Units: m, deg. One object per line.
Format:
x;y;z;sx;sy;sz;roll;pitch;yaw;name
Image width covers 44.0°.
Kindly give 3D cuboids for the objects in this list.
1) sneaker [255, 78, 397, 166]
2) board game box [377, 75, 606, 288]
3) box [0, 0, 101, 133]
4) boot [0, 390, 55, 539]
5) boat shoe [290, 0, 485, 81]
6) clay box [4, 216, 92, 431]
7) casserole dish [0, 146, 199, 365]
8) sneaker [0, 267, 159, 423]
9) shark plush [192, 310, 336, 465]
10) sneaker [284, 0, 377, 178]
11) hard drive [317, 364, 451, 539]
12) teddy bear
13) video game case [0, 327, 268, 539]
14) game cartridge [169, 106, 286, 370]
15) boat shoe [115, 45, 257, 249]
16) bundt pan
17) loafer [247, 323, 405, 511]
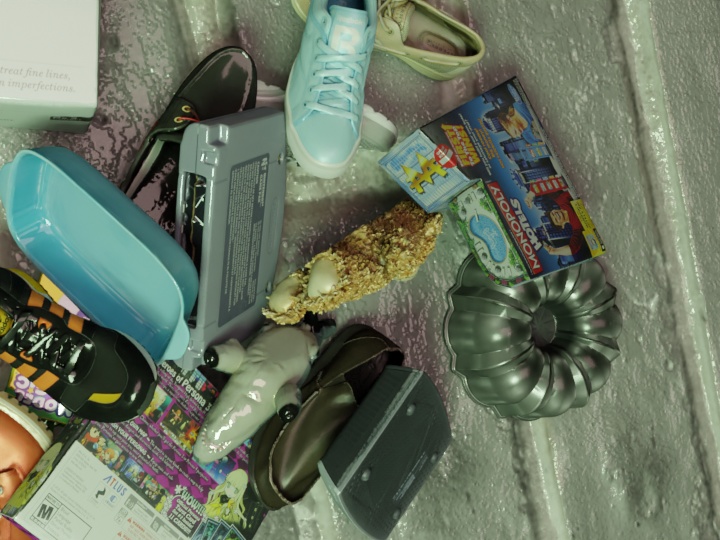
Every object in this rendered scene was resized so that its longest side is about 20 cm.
-0.063;-0.127;0.828;0.196;0.075;0.084;7;92;-10;sneaker
0.117;-0.078;0.827;0.198;0.061;0.203;-14;75;-46;board game box
-0.306;-0.221;0.693;0.195;0.130;0.204;1;88;-21;box
-0.281;0.182;0.694;0.202;0.074;0.107;61;35;-15;boot
0.029;-0.245;0.864;0.197;0.065;0.073;20;81;-20;boat shoe
-0.229;0.058;0.761;0.113;0.047;0.204;16;82;-20;clay box
-0.195;-0.015;0.682;0.199;0.122;0.039;41;46;8;casserole dish
-0.243;0.052;0.661;0.198;0.090;0.071;28;89;24;sneaker
-0.082;0.085;0.781;0.090;0.201;0.084;26;123;1;shark plush
-0.024;-0.183;0.759;0.072;0.082;0.204;6;70;-9;sneaker
0.025;0.166;0.802;0.042;0.201;0.136;30;74;25;hard drive
0.000;0.000;0.798;0.144;0.200;0.067;-31;91;26;teddy bear
-0.165;0.181;0.741;0.201;0.035;0.183;51;56;-30;video game case
-0.107;-0.032;0.747;0.133;0.040;0.204;-29;131;-60;game cartridge
-0.140;-0.101;0.741;0.073;0.063;0.204;31;78;-13;boat shoe
0.188;0.057;0.916;0.198;0.076;0.206;1;88;-21;bundt pan
-0.027;0.127;0.804;0.073;0.071;0.201;52;58;-29;loafer
